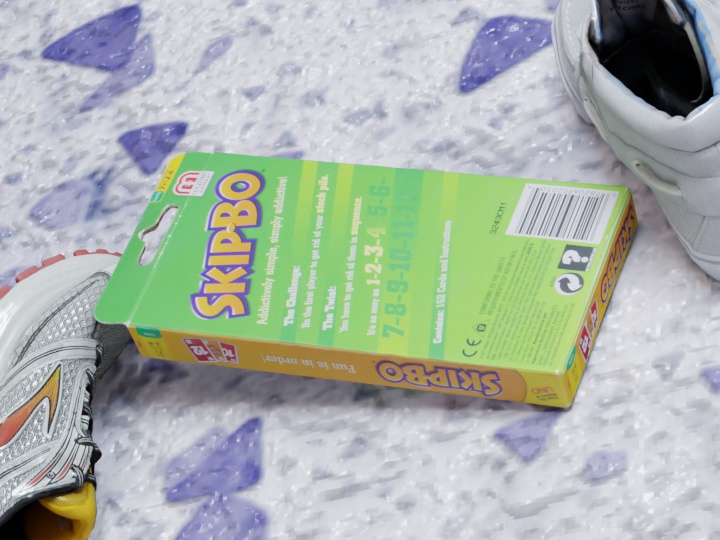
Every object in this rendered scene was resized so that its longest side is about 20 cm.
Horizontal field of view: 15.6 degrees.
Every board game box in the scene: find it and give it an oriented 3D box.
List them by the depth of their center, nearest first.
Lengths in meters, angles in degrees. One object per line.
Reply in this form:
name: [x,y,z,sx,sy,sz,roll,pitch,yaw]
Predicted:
board game box: [0.000,0.000,1.031,0.200,0.030,0.096,8,51,22]

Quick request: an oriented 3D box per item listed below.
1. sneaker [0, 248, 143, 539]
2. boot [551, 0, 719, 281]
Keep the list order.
sneaker: [-0.131,0.075,1.036,0.082,0.078,0.200,22,54,14]
boot: [0.114,-0.086,1.017,0.074,0.096,0.200,-30,39,1]
